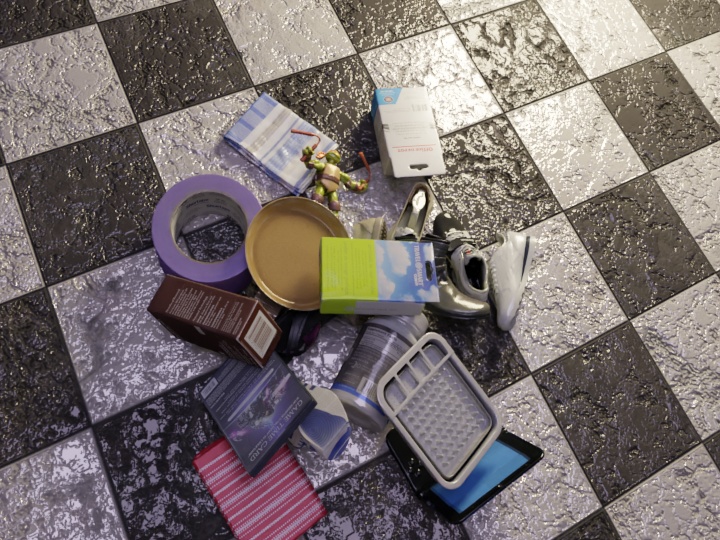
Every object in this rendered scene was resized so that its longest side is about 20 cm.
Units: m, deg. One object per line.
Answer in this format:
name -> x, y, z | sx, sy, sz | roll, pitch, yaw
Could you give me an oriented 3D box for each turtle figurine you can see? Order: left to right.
turtle figurine -> -0.069, -0.168, 1.231 | 0.197, 0.063, 0.166 | 25, 67, -37

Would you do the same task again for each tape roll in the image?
tape roll -> -0.265, -0.059, 1.148 | 0.193, 0.085, 0.206 | 4, 67, -8

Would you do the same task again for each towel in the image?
towel -> -0.161, 0.344, 1.037 | 0.143, 0.023, 0.202 | -31, 78, -22
towel -> -0.155, -0.252, 1.280 | 0.198, 0.024, 0.148 | 36, 66, 5

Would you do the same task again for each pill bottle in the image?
pill bottle -> 0.034, 0.155, 1.099 | 0.112, 0.114, 0.203 | 29, 66, 3

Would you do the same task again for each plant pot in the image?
plant pot -> -0.105, -0.027, 1.120 | 0.194, 0.027, 0.207 | 7, 70, -20

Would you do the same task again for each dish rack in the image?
dish rack -> 0.120, 0.222, 1.033 | 0.171, 0.043, 0.202 | -38, 88, -35

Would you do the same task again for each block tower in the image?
block tower -> -0.136, 0.021, 1.155 | 0.057, 0.054, 0.203 | 28, 65, 3

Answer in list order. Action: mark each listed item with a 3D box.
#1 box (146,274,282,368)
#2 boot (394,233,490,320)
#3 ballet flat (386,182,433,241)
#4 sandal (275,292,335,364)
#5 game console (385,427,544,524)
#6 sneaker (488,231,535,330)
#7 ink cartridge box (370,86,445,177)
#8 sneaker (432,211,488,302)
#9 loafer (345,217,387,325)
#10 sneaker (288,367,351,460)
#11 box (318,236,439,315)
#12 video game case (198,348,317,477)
box -> -0.235, 0.080, 1.043 | 0.195, 0.101, 0.076 | 14, 63, 30
boot -> 0.143, 0.008, 1.154 | 0.194, 0.068, 0.135 | 12, 98, 14
ballet flat -> 0.091, -0.081, 1.232 | 0.068, 0.070, 0.204 | 22, 66, -1
sandal -> -0.095, 0.095, 1.117 | 0.047, 0.076, 0.200 | 16, 54, 47
game console -> 0.167, 0.287, 1.067 | 0.197, 0.119, 0.173 | -28, 75, -20
sneaker -> 0.276, 0.018, 1.230 | 0.078, 0.077, 0.204 | 14, 61, 9
ink cartridge box -> 0.093, -0.262, 1.305 | 0.112, 0.067, 0.206 | -5, 68, -12
sneaker -> 0.197, -0.032, 1.221 | 0.072, 0.089, 0.205 | -15, 70, -14
loafer -> 0.000, 0.000, 1.181 | 0.066, 0.076, 0.206 | 7, 70, 19
sneaker -> -0.078, 0.238, 1.033 | 0.080, 0.117, 0.197 | -39, 42, -22
box -> 0.028, 0.010, 1.087 | 0.193, 0.048, 0.125 | 2, 58, -9
video game case -> -0.166, 0.199, 1.016 | 0.143, 0.019, 0.199 | -48, 47, -3
